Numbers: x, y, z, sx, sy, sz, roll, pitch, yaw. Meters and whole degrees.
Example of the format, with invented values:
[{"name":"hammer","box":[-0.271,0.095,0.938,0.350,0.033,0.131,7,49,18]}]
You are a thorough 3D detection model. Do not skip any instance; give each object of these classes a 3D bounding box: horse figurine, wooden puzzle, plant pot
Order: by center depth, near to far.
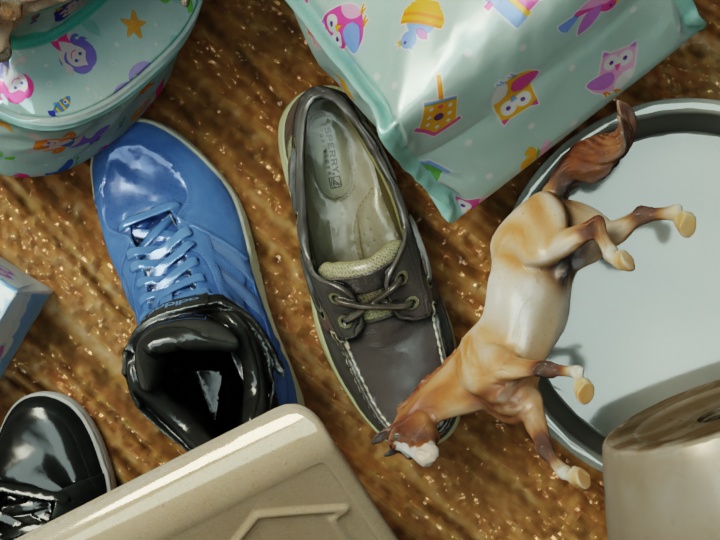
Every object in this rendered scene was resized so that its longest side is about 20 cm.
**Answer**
[{"name":"plant pot","box":[0.197,0.144,0.873,0.198,0.200,0.175,-19,95,6]},{"name":"horse figurine","box":[0.090,0.016,0.911,0.050,0.132,0.202,22,88,-31]},{"name":"wooden puzzle","box":[-0.067,0.167,0.955,0.184,0.046,0.201,-27,126,4]}]

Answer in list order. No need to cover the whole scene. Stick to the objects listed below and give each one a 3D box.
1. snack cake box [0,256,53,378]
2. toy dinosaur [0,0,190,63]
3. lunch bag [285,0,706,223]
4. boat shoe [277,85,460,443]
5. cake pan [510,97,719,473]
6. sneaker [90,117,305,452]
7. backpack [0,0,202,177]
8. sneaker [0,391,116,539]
[{"name":"snack cake box","box":[-0.270,0.066,1.005,0.114,0.067,0.201,31,94,7]},{"name":"toy dinosaur","box":[-0.129,-0.188,0.819,0.134,0.086,0.202,11,90,-3]},{"name":"lunch bag","box":[0.048,-0.154,0.938,0.170,0.122,0.201,-38,52,6]},{"name":"boat shoe","box":[0.000,0.000,0.973,0.073,0.065,0.202,-21,89,4]},{"name":"cake pan","box":[0.169,0.013,0.967,0.198,0.037,0.203,0,90,6]},{"name":"sneaker","box":[-0.091,0.010,0.961,0.076,0.111,0.202,-22,87,6]},{"name":"backpack","box":[-0.179,-0.157,0.946,0.200,0.150,0.178,47,61,-3]},{"name":"sneaker","box":[-0.175,0.167,0.970,0.072,0.112,0.202,3,90,7]}]
